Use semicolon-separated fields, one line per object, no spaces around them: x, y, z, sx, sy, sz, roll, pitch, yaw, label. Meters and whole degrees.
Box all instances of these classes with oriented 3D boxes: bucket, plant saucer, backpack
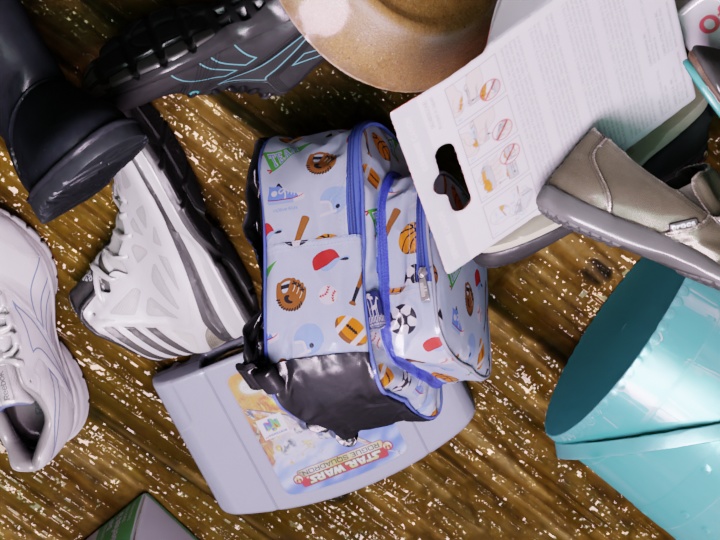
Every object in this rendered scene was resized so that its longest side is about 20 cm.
0.224;0.074;1.601;0.135;0.207;0.207;34;113;-6;bucket
0.025;-0.209;1.476;0.035;0.200;0.200;-15;121;49;plant saucer
0.000;0.000;1.569;0.154;0.200;0.191;-14;75;8;backpack

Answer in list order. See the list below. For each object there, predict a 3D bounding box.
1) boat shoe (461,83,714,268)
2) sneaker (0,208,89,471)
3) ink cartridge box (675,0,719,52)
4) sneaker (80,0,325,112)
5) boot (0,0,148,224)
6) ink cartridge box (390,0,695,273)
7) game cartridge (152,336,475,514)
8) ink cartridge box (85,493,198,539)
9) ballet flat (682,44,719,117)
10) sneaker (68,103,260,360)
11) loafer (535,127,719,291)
0.148;-0.054;1.564;0.201;0.074;0.063;-34;136;-23;boat shoe
-0.238;0.046;1.664;0.074;0.087;0.200;-16;113;12;sneaker
0.305;-0.143;1.552;0.148;0.086;0.200;-37;111;19;ink cartridge box
-0.081;-0.138;1.565;0.200;0.075;0.079;-24;125;0;sneaker
-0.213;-0.120;1.510;0.076;0.200;0.168;-33;92;-14;boot
0.104;-0.110;1.469;0.200;0.047;0.160;-35;142;-11;ink cartridge box
-0.028;0.094;1.709;0.200;0.042;0.133;-22;109;12;game cartridge
-0.183;0.281;1.778;0.200;0.084;0.146;-38;109;18;ink cartridge box
0.271;-0.076;1.510;0.068;0.068;0.200;-31;122;9;ballet flat
-0.157;-0.018;1.635;0.115;0.076;0.201;-22;116;10;sneaker
0.208;-0.030;1.481;0.200;0.075;0.070;21;91;-10;loafer
